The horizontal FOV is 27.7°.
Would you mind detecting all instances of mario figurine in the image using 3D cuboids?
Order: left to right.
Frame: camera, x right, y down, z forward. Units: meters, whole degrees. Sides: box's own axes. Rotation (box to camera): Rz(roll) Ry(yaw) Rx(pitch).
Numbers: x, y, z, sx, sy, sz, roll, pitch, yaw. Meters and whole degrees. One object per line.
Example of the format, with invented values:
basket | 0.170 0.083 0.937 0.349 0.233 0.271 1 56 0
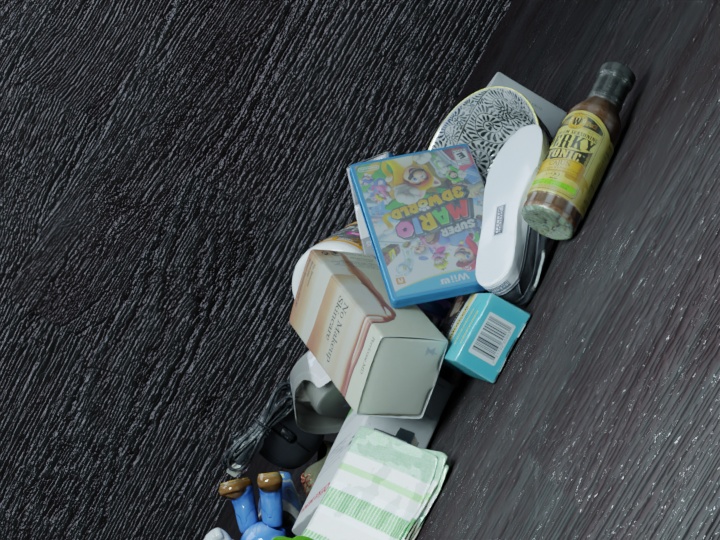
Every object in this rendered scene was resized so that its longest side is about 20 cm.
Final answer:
mario figurine | -0.117 0.352 1.790 0.123 0.106 0.201 -23 77 49

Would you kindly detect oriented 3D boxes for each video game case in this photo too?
video game case | 0.079 -0.053 1.619 0.018 0.142 0.201 91 166 -52

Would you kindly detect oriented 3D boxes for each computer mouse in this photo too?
computer mouse | -0.095 0.220 1.893 0.139 0.053 0.200 -52 -21 0

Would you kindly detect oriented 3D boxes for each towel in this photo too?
towel | -0.001 0.262 1.488 0.152 0.023 0.201 12 68 51

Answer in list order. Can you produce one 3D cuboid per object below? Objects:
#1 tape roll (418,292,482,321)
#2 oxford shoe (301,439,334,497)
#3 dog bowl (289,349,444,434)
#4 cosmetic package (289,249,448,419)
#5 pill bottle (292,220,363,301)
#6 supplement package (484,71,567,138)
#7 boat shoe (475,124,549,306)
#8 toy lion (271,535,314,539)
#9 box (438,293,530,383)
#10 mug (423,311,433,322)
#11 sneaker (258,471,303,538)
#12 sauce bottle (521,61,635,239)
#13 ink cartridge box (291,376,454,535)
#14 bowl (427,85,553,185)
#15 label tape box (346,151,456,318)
tape roll | 0.141 -0.028 1.907 0.201 0.065 0.200 -59 5 9
oxford shoe | -0.052 0.301 1.921 0.071 0.075 0.200 -58 5 30
dog bowl | 0.003 0.128 1.799 0.200 0.199 0.059 -56 50 47
cosmetic package | 0.005 0.067 1.604 0.200 0.087 0.104 47 125 53
pill bottle | 0.000 0.000 1.835 0.117 0.116 0.200 -58 -9 23
supplement package | 0.180 -0.159 1.990 0.110 0.113 0.200 -61 3 -25
boat shoe | 0.177 -0.058 1.561 0.072 0.068 0.201 -15 54 43
toy lion | -0.054 0.297 1.278 0.069 0.199 0.192 -60 23 20
box | 0.124 0.070 1.577 0.083 0.049 0.200 -61 5 -4
mug | 0.017 0.100 2.000 0.201 0.147 0.175 -64 -3 30
sneaker | -0.099 0.339 1.944 0.200 0.075 0.077 95 178 -55
sauce bottle | 0.233 -0.129 1.527 0.201 0.065 0.065 -64 5 -22
ink cartridge box | 0.013 0.216 1.666 0.200 0.084 0.146 -63 5 -30
bowl | 0.168 -0.106 1.703 0.200 0.094 0.202 -22 60 46
label tape box | 0.057 -0.025 1.753 0.063 0.201 0.144 -19 -20 23
